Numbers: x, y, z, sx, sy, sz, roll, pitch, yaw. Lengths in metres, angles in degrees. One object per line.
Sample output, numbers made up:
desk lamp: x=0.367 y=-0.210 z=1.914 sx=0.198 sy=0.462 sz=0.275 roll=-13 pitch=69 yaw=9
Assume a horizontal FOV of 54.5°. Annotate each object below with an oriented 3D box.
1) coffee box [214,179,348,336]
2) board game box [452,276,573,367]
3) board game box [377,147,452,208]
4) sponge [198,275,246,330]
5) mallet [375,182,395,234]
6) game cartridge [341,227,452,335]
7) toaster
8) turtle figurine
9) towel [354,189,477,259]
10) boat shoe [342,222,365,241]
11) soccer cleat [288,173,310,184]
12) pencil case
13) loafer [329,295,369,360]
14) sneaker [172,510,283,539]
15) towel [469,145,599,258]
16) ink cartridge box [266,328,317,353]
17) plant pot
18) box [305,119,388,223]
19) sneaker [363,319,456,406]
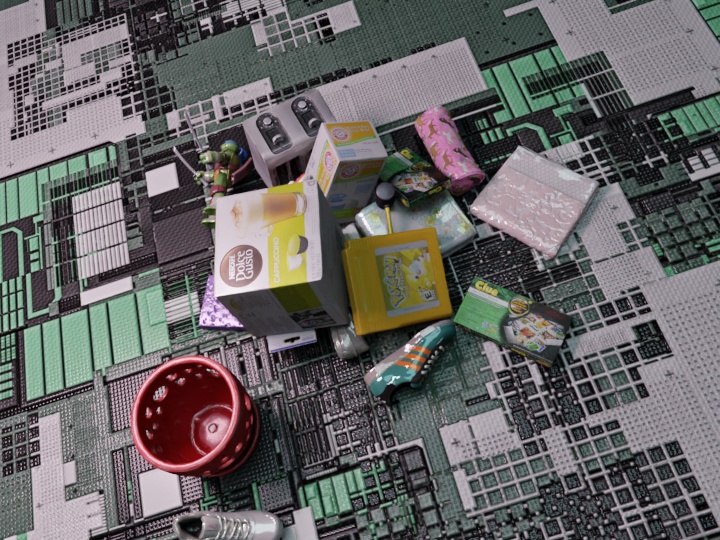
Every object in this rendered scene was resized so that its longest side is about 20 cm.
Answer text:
coffee box: x=-0.142 y=-0.016 z=1.284 sx=0.196 sy=0.200 sz=0.201 roll=-9 pitch=63 yaw=10
board game box: x=0.285 y=0.095 z=1.316 sx=0.199 sy=0.023 sz=0.105 roll=24 pitch=73 yaw=20
board game box: x=0.097 y=-0.195 z=1.442 sx=0.104 sy=0.024 sz=0.200 roll=-29 pitch=35 yaw=-8
sponge: x=-0.226 y=0.068 z=1.432 sx=0.198 sy=0.030 sz=0.112 roll=2 pitch=67 yaw=11
mallet: x=0.059 y=-0.075 z=1.356 sx=0.041 sy=0.066 sz=0.202 roll=-7 pitch=69 yaw=-1
game cartridge: x=0.069 y=0.018 z=1.314 sx=0.199 sy=0.032 sz=0.178 roll=-10 pitch=87 yaw=-27
toaster: x=-0.141 y=-0.259 z=1.490 sx=0.180 sy=0.200 sz=0.119 roll=-27 pitch=65 yaw=-11
turtle figurine: x=-0.340 y=-0.204 z=1.523 sx=0.143 sy=0.199 sz=0.196 roll=-20 pitch=62 yaw=40
towel: x=0.113 y=-0.090 z=1.418 sx=0.199 sy=0.048 sz=0.172 roll=-30 pitch=67 yaw=-9
boat shoe: x=-0.001 y=-0.001 z=1.382 sx=0.064 sy=0.074 sz=0.203 roll=-28 pitch=61 yaw=11
soccer cleat: x=-0.129 y=-0.101 z=1.432 sx=0.085 sy=0.069 sz=0.201 roll=29 pitch=112 yaw=11
pencil case: x=0.187 y=-0.255 z=1.475 sx=0.082 sy=0.086 sz=0.201 roll=-32 pitch=63 yaw=16
loafer: x=-0.036 y=0.076 z=1.374 sx=0.069 sy=0.070 sz=0.201 roll=-16 pitch=71 yaw=-3
sneaker: x=-0.235 y=0.454 z=1.213 sx=0.198 sy=0.100 sz=0.079 roll=-6 pitch=64 yaw=8
towel: x=0.355 y=-0.145 z=1.420 sx=0.199 sy=0.032 sz=0.191 roll=32 pitch=75 yaw=23
ink cartridge box: x=-0.143 y=0.066 z=1.381 sx=0.099 sy=0.039 sz=0.201 roll=-12 pitch=63 yaw=4
plant pot: x=-0.284 y=0.276 z=1.260 sx=0.198 sy=0.183 sz=0.202 roll=-4 pitch=64 yaw=9
box: x=-0.038 y=-0.195 z=1.409 sx=0.112 sy=0.200 sz=0.102 roll=-9 pitch=59 yaw=-26
sneaker: x=0.107 y=0.175 z=1.300 sx=0.199 sy=0.071 sz=0.080 roll=-37 pitch=67 yaw=-1
